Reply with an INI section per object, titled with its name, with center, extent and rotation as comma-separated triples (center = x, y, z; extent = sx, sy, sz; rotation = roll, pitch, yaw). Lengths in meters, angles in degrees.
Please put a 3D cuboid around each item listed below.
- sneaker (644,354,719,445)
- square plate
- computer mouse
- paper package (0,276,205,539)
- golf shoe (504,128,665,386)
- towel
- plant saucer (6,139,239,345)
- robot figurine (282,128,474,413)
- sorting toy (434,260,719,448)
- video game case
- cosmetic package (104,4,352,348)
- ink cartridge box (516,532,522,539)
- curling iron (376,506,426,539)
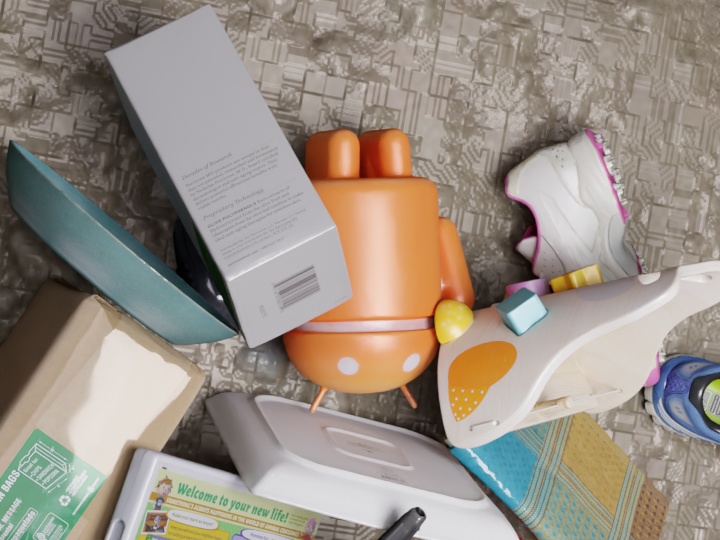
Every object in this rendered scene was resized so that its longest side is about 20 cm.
[sneaker]
center = 0.319, 0.119, 1.667
extent = 0.200, 0.089, 0.079
rotation = 15, 88, -17
[square plate]
center = 0.003, 0.134, 1.516
extent = 0.200, 0.198, 0.028
rotation = 15, 100, -16
[computer mouse]
center = -0.111, -0.051, 1.564
extent = 0.059, 0.034, 0.200
rotation = -12, 94, -15
[paper package]
center = -0.209, 0.114, 1.456
extent = 0.103, 0.191, 0.200
rotation = 35, 83, -14
[golf shoe]
center = 0.169, -0.003, 1.639
extent = 0.091, 0.075, 0.200
rotation = -17, 99, 7
[towel]
center = 0.147, 0.150, 1.608
extent = 0.200, 0.022, 0.147
rotation = 47, 36, -14
[plant saucer]
center = -0.168, -0.010, 1.464
extent = 0.200, 0.200, 0.036
rotation = 41, 89, -14
[robot figurine]
center = 0.002, 0.000, 1.556
extent = 0.144, 0.117, 0.200
rotation = -3, 93, -60
[sorting toy]
center = 0.167, 0.038, 1.528
extent = 0.200, 0.180, 0.107
rotation = -8, 76, -57
[video game case]
center = -0.112, 0.220, 1.439
extent = 0.200, 0.022, 0.182
rotation = 25, 83, -55
[cosmetic package]
center = -0.087, -0.064, 1.466
extent = 0.085, 0.108, 0.200
rotation = -27, 62, -7
[ink cartridge box]
center = 0.171, 0.256, 1.589
extent = 0.047, 0.160, 0.200
rotation = -39, 104, 15
[curling iron]
center = -0.021, 0.228, 1.439
extent = 0.026, 0.050, 0.200
rotation = 41, 108, -7
